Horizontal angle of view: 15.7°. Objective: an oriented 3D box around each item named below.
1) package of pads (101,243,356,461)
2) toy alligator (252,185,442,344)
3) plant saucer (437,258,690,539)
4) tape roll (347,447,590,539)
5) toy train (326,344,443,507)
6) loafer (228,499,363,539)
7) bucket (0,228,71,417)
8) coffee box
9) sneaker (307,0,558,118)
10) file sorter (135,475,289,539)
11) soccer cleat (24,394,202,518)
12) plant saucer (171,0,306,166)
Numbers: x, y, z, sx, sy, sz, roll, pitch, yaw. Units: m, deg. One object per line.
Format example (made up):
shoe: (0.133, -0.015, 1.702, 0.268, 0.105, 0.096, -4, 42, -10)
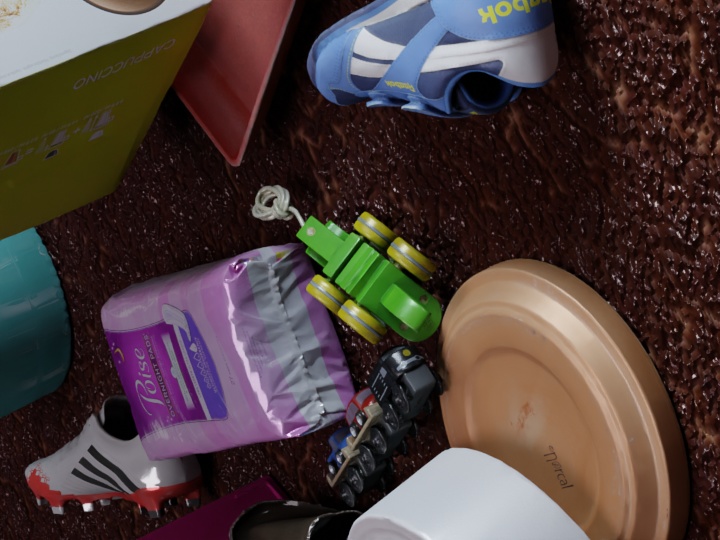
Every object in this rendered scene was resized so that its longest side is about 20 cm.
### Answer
package of pads: (-0.089, 0.054, 1.712, 0.200, 0.075, 0.121, -14, 94, 58)
toy alligator: (0.000, 0.000, 1.573, 0.054, 0.059, 0.200, 38, 180, -37)
plant saucer: (0.107, 0.093, 1.482, 0.200, 0.032, 0.201, 35, 136, 41)
tape roll: (0.083, 0.204, 1.504, 0.202, 0.071, 0.203, 42, 154, 26)
toy train: (0.009, 0.094, 1.597, 0.046, 0.034, 0.200, 58, 157, 16)
loafer: (-0.015, 0.177, 1.668, 0.199, 0.073, 0.072, 12, 138, 45)
bucket: (-0.323, 0.033, 1.994, 0.207, 0.134, 0.208, 33, 134, 42)
coffee box: (-0.246, -0.146, 1.611, 0.198, 0.199, 0.200, 51, 139, 15)
sneaker: (0.038, -0.115, 1.422, 0.200, 0.074, 0.083, -22, 92, 59)
file sorter: (-0.108, 0.262, 1.753, 0.139, 0.199, 0.126, 46, 145, 30)
soccer cleat: (-0.184, 0.133, 1.918, 0.200, 0.068, 0.086, -2, 98, 53)
plant saucer: (-0.095, -0.199, 1.604, 0.200, 0.037, 0.200, 52, 146, 23)
